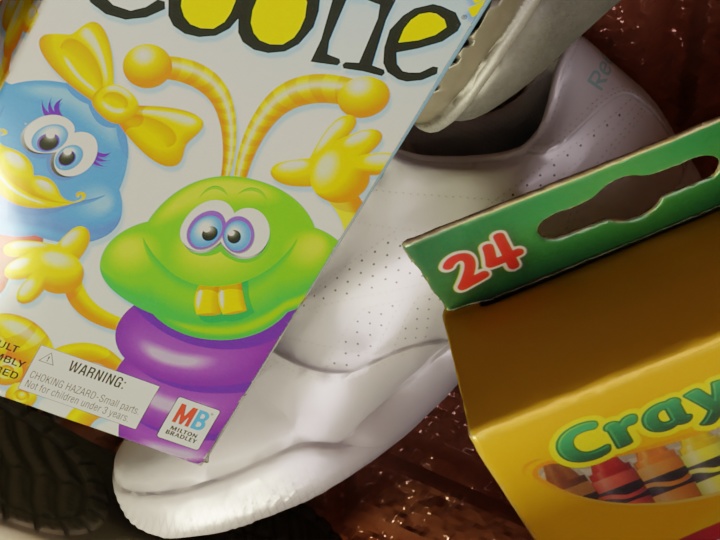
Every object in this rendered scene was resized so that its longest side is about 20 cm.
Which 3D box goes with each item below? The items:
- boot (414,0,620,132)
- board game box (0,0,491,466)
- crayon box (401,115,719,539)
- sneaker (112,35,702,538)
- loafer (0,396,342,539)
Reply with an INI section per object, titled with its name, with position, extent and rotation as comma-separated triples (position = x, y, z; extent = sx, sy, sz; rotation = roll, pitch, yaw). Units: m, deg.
[boot]
position = 0.127, -0.082, 0.761
extent = 0.200, 0.073, 0.182
rotation = 23, 113, -28
[board game box]
position = -0.045, -0.066, 0.731
extent = 0.103, 0.105, 0.200
rotation = 21, 121, -19
[crayon box]
position = 0.107, 0.045, 0.786
extent = 0.127, 0.051, 0.200
rotation = -23, 134, 12
[sneaker]
position = 0.000, 0.000, 0.816
extent = 0.200, 0.075, 0.089
rotation = -32, 112, 8
[loafer]
position = -0.097, 0.090, 0.858
extent = 0.200, 0.076, 0.067
rotation = 21, 115, -20
